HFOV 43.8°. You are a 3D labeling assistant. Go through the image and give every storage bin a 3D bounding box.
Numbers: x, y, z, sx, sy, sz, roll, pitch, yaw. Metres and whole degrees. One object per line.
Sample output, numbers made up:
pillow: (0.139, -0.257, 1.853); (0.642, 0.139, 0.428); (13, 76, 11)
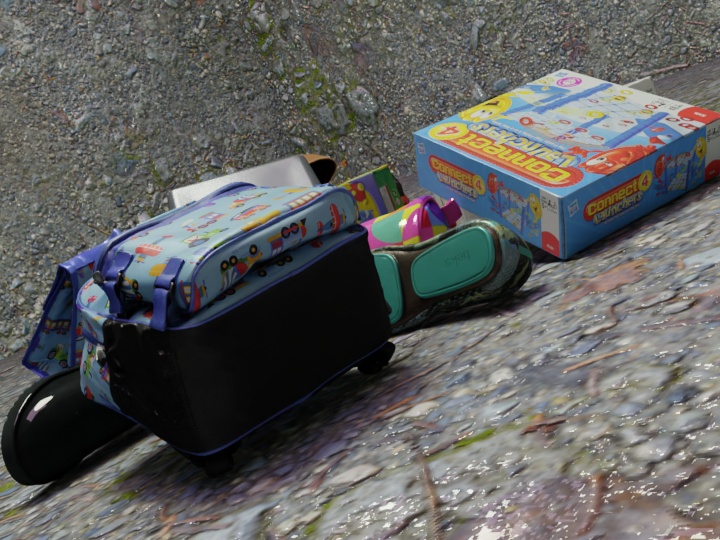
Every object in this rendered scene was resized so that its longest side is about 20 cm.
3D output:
storage bin: (-0.108, -0.027, 0.948); (0.196, 0.136, 0.147); (-16, -37, -11)

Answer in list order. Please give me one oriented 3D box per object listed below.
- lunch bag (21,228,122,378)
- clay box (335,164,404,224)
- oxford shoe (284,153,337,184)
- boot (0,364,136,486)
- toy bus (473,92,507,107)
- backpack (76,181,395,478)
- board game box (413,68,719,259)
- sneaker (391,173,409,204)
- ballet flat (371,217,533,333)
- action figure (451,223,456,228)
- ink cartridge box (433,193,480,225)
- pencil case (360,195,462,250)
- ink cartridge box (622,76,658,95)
lunch bag: (-0.311, 0.039, 1.090); (0.150, 0.093, 0.202); (-32, -28, -53)
clay box: (-0.031, -0.046, 1.140); (0.198, 0.117, 0.047); (-19, 8, 35)
oxford shoe: (-0.097, -0.080, 1.058); (0.070, 0.072, 0.201); (-5, 36, 44)
boot: (-0.165, 0.095, 0.715); (0.160, 0.075, 0.198); (-13, 12, 24)
toy bus: (0.396, -0.373, 2.281); (0.189, 0.138, 0.199); (-11, -2, -27)
backpack: (-0.102, 0.022, 0.598); (0.181, 0.137, 0.198); (-28, 24, -37)
board game box: (0.182, -0.106, 0.803); (0.194, 0.057, 0.199); (-26, 35, -25)
sneaker: (0.032, -0.144, 1.779); (0.070, 0.099, 0.200); (-16, 10, 28)
ballet flat: (0.052, 0.011, 0.704); (0.198, 0.075, 0.074); (-13, 11, 46)
action figure: (0.056, -0.027, 0.949); (0.066, 0.051, 0.199); (-59, -14, 28)
ink cartridge box: (0.165, -0.097, 1.018); (0.144, 0.086, 0.200); (-22, 6, 0)
pencil case: (0.000, 0.000, 0.816); (0.197, 0.090, 0.088); (-20, 7, 29)
ink cartridge box: (0.319, -0.196, 1.281); (0.143, 0.085, 0.200); (-25, 6, -14)
